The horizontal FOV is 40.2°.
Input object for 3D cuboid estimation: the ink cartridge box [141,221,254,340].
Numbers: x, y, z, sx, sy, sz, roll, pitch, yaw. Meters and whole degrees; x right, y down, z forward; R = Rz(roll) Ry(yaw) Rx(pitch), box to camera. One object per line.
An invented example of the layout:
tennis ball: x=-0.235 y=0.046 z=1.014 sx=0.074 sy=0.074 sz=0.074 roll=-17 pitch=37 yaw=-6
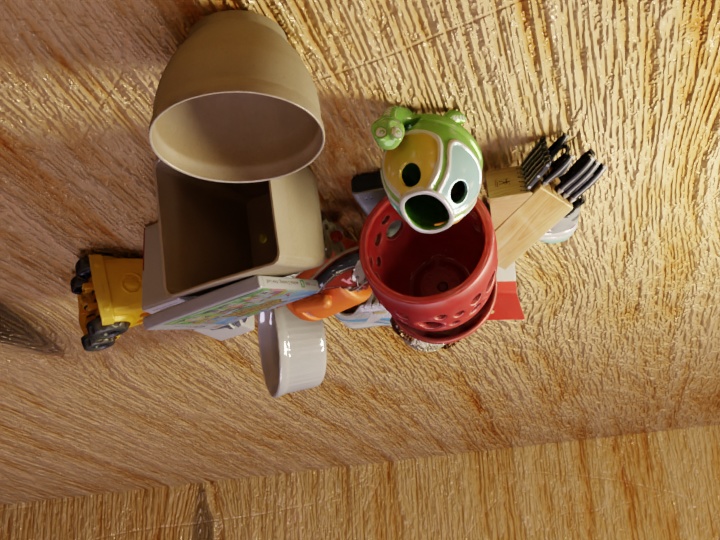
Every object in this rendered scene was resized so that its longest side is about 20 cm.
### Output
ink cartridge box: x=-0.264 y=0.016 z=1.627 sx=0.082 sy=0.147 sz=0.199 roll=-15 pitch=155 yaw=27

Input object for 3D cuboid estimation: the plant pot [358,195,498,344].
plant pot: x=0.109 y=-0.005 z=1.456 sx=0.196 sy=0.204 sz=0.183 roll=-7 pitch=154 yaw=10

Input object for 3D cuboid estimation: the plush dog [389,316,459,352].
plush dog: x=0.108 y=0.059 z=1.746 sx=0.197 sy=0.175 sz=0.160 roll=10 pitch=155 yaw=-31

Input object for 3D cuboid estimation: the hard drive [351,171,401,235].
hard drive: x=0.079 y=-0.102 z=1.541 sx=0.137 sy=0.034 sz=0.200 roll=-10 pitch=157 yaw=14

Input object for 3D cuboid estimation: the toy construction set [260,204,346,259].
toy construction set: x=-0.125 y=-0.037 z=1.546 sx=0.197 sy=0.133 sz=0.092 roll=-22 pitch=-176 yaw=23

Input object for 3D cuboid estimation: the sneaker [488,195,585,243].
sneaker: x=0.256 y=-0.092 z=1.544 sx=0.196 sy=0.079 sz=0.140 roll=-13 pitch=157 yaw=-8

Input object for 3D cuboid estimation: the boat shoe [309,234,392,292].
boat shoe: x=0.000 y=0.000 z=1.535 sx=0.198 sy=0.063 sz=0.071 roll=-23 pitch=167 yaw=-46

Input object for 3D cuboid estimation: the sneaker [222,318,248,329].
sneaker: x=-0.226 y=-0.007 z=1.540 sx=0.076 sy=0.203 sz=0.080 roll=-23 pitch=-170 yaw=10

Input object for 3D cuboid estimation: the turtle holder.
turtle holder: x=0.092 y=-0.138 z=1.311 sx=0.138 sy=0.133 sz=0.187 roll=2 pitch=139 yaw=10

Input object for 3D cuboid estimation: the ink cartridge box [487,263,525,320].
ink cartridge box: x=0.175 y=0.001 z=1.597 sx=0.157 sy=0.202 sz=0.051 roll=-1 pitch=125 yaw=-5

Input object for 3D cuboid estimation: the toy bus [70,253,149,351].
toy bus: x=-0.404 y=0.048 z=1.734 sx=0.189 sy=0.138 sz=0.200 roll=-11 pitch=165 yaw=-27

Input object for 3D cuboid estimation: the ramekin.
ramekin: x=-0.131 y=0.135 z=1.876 sx=0.096 sy=0.204 sz=0.201 roll=-4 pitch=159 yaw=-17

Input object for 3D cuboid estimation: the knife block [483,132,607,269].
knife block: x=0.272 y=-0.102 z=1.443 sx=0.172 sy=0.065 sz=0.202 roll=-7 pitch=134 yaw=7

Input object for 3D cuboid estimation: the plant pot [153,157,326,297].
plant pot: x=-0.155 y=-0.072 z=1.393 sx=0.197 sy=0.204 sz=0.176 roll=-16 pitch=165 yaw=28

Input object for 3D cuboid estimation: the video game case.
video game case: x=-0.181 y=0.049 z=1.412 sx=0.197 sy=0.022 sz=0.181 roll=-20 pitch=170 yaw=22

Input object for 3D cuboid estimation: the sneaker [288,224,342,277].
sneaker: x=-0.111 y=-0.025 z=1.628 sx=0.197 sy=0.082 sz=0.076 roll=-18 pitch=159 yaw=29

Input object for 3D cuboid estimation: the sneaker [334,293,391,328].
sneaker: x=0.036 y=0.063 z=1.876 sx=0.197 sy=0.078 sz=0.081 roll=-16 pitch=153 yaw=24

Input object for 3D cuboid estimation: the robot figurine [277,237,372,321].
robot figurine: x=-0.057 y=0.018 z=1.678 sx=0.198 sy=0.146 sz=0.116 roll=-24 pitch=144 yaw=35

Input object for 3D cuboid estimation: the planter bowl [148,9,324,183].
planter bowl: x=-0.140 y=-0.206 z=1.124 sx=0.196 sy=0.137 sz=0.201 roll=-3 pitch=157 yaw=-1
